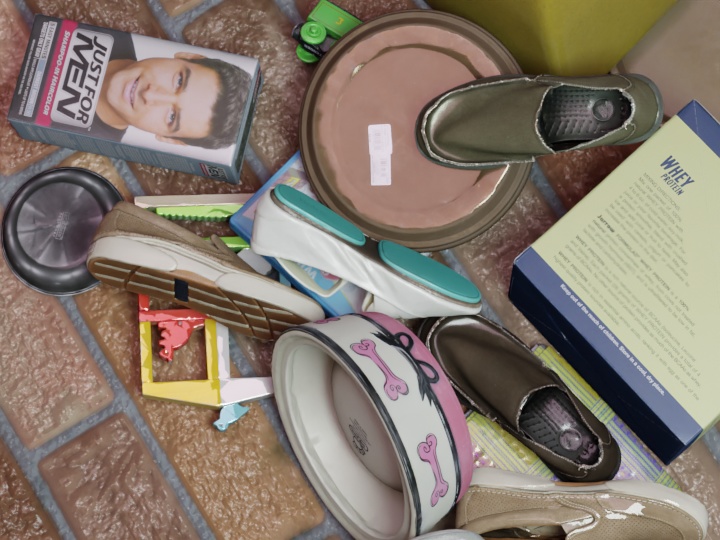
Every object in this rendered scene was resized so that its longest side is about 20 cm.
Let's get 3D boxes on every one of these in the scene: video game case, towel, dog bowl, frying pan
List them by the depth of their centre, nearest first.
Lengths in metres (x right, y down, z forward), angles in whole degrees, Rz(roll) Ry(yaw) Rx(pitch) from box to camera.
[{"bbox_3d":[0.013,0.122,1.516,0.074,0.200,0.201,-27,76,-25],"label":"dog bowl"},{"bbox_3d":[0.164,0.172,1.578,0.144,0.023,0.200,-43,80,-8],"label":"towel"},{"bbox_3d":[0.007,-0.062,1.626,0.143,0.018,0.200,41,74,10],"label":"video game case"},{"bbox_3d":[-0.225,-0.014,1.637,0.190,0.031,0.115,36,82,13],"label":"frying pan"}]

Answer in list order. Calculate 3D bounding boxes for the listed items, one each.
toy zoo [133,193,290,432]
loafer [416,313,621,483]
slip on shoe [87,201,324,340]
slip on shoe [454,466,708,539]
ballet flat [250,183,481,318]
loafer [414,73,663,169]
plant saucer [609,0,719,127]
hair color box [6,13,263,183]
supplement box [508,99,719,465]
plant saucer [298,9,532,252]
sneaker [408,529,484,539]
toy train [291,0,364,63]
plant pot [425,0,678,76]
[{"bbox_3d":[-0.122,0.035,1.612,0.130,0.020,0.201,-1,77,-8],"label":"toy zoo"},{"bbox_3d":[0.132,0.096,1.548,0.200,0.071,0.073,37,81,9],"label":"loafer"},{"bbox_3d":[-0.122,0.001,1.570,0.199,0.076,0.061,16,61,1],"label":"slip on shoe"},{"bbox_3d":[0.172,0.202,1.514,0.199,0.076,0.061,9,49,7],"label":"slip on shoe"},{"bbox_3d":[0.000,0.000,1.546,0.199,0.069,0.070,27,79,-9],"label":"ballet flat"},{"bbox_3d":[0.135,-0.123,1.507,0.199,0.070,0.076,-9,89,15],"label":"loafer"},{"bbox_3d":[0.306,-0.202,1.653,0.199,0.029,0.201,-1,76,3],"label":"plant saucer"},{"bbox_3d":[-0.191,-0.147,1.648,0.199,0.061,0.100,12,78,5],"label":"hair color box"},{"bbox_3d":[0.258,0.012,1.552,0.200,0.134,0.200,-42,79,-7],"label":"supplement box"},{"bbox_3d":[0.046,-0.115,1.581,0.199,0.029,0.202,0,91,6],"label":"plant saucer"},{"bbox_3d":[0.025,0.257,1.484,0.200,0.080,0.071,-41,86,24],"label":"sneaker"},{"bbox_3d":[0.033,-0.164,1.634,0.199,0.042,0.057,32,61,7],"label":"toy train"},{"bbox_3d":[0.156,-0.294,1.575,0.195,0.200,0.194,-45,67,-7],"label":"plant pot"}]
